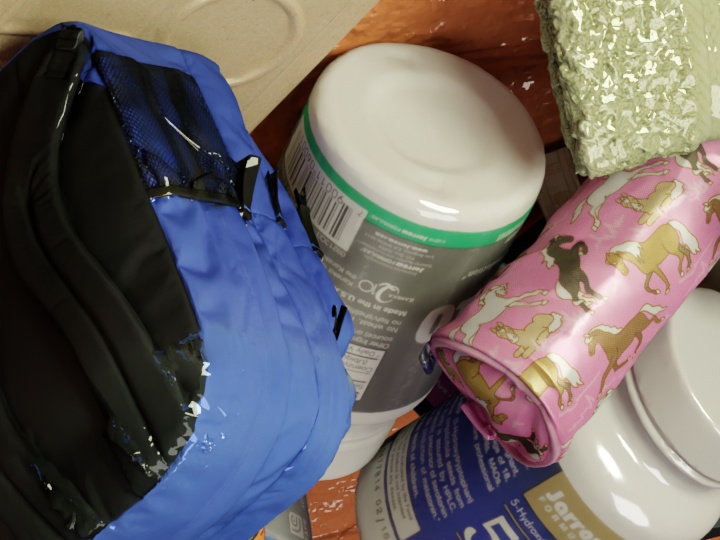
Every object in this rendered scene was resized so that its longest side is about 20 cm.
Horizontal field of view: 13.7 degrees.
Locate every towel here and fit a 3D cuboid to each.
[{"bbox_3d":[0.139,-0.145,1.269,0.148,0.036,0.200,-13,107,-13],"label":"towel"}]

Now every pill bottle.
[{"bbox_3d":[0.105,0.092,1.423,0.120,0.120,0.200,16,141,-42],"label":"pill bottle"},{"bbox_3d":[0.000,0.000,1.392,0.113,0.113,0.200,-2,140,-28],"label":"pill bottle"}]

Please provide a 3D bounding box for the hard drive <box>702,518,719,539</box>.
[{"bbox_3d":[0.185,0.127,1.650,0.200,0.042,0.135,-4,168,-46],"label":"hard drive"}]

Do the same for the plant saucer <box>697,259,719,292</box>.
[{"bbox_3d":[0.214,-0.058,1.421,0.200,0.029,0.200,-1,101,-5],"label":"plant saucer"}]

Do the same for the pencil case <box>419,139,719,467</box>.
[{"bbox_3d":[0.116,-0.008,1.335,0.200,0.086,0.083,-49,137,-18],"label":"pencil case"}]

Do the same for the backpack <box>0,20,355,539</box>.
[{"bbox_3d":[-0.086,0.021,1.238,0.168,0.200,0.163,10,136,-44],"label":"backpack"}]

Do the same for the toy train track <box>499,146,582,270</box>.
[{"bbox_3d":[0.071,0.012,1.471,0.200,0.115,0.033,-19,-169,20],"label":"toy train track"}]

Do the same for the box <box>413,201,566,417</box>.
[{"bbox_3d":[0.126,0.037,1.502,0.200,0.143,0.036,-40,-176,24],"label":"box"}]

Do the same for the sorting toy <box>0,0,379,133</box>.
[{"bbox_3d":[-0.110,-0.091,1.278,0.200,0.037,0.185,10,137,-44],"label":"sorting toy"}]

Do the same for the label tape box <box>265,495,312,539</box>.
[{"bbox_3d":[-0.137,0.109,1.474,0.143,0.066,0.200,-23,145,25],"label":"label tape box"}]

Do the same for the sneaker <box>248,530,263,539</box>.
[{"bbox_3d":[-0.140,0.125,1.360,0.200,0.070,0.090,0,145,-21],"label":"sneaker"}]
